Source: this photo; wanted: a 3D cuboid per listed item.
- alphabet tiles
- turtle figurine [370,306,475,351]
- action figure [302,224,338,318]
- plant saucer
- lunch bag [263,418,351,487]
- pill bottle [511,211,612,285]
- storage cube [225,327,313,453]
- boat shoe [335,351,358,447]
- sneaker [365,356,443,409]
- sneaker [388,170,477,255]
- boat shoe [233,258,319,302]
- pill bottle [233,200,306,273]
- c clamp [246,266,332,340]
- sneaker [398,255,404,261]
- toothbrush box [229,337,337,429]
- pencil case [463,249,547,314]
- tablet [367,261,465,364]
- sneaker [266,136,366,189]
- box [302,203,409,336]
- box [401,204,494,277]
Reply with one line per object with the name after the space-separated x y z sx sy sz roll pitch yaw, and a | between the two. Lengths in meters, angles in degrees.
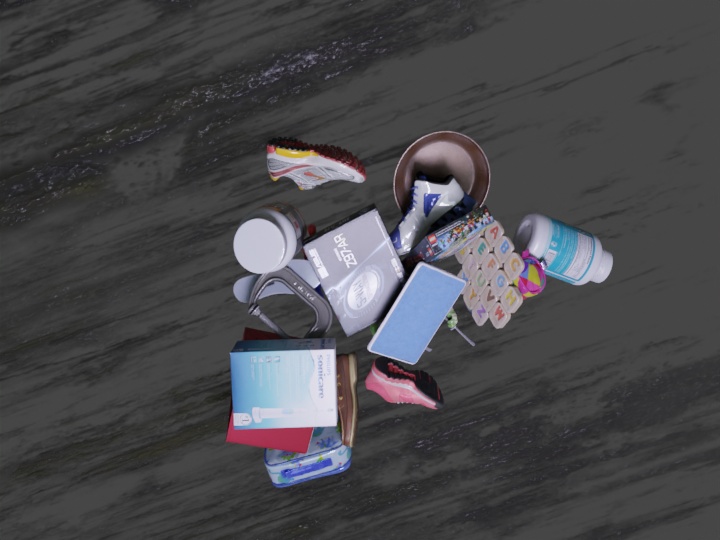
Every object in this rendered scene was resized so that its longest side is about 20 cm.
0.250 0.008 1.342 0.014 0.203 0.198 -7 145 -29 | alphabet tiles
0.129 0.120 1.390 0.190 0.142 0.206 -17 113 -36 | turtle figurine
-0.083 0.003 1.389 0.063 0.052 0.206 -12 111 -6 | action figure
0.159 -0.180 1.335 0.194 0.037 0.206 -2 116 -5 | plant saucer
-0.118 0.395 1.509 0.194 0.162 0.084 -16 117 1 | lunch bag
0.419 -0.039 1.388 0.195 0.112 0.113 19 113 -15 | pill bottle
-0.180 0.253 1.429 0.174 0.172 0.205 12 114 -12 | storage cube
-0.037 0.280 1.465 0.065 0.206 0.072 -2 158 2 | boat shoe
0.098 0.269 1.534 0.196 0.075 0.087 28 124 -13 | sneaker
0.116 -0.124 1.302 0.197 0.081 0.117 -32 102 15 | sneaker
-0.161 0.020 1.368 0.195 0.066 0.072 -18 95 15 | boat shoe
-0.168 -0.062 1.254 0.112 0.200 0.120 1 101 4 | pill bottle
-0.145 0.100 1.313 0.171 0.027 0.200 -45 90 0 | c clamp
0.015 -0.019 1.366 0.197 0.081 0.090 21 103 -39 | sneaker
-0.141 0.211 1.268 0.193 0.085 0.151 -2 100 0 | toothbrush box
0.291 0.030 1.368 0.087 0.090 0.199 27 151 -17 | pencil case
0.107 0.085 1.279 0.128 0.014 0.203 19 109 -34 | tablet
-0.084 -0.196 1.287 0.194 0.078 0.084 11 119 -1 | sneaker
0.000 0.000 1.279 0.157 0.044 0.204 -25 108 3 | box
0.160 -0.051 1.287 0.134 0.200 0.038 -27 83 -16 | box
